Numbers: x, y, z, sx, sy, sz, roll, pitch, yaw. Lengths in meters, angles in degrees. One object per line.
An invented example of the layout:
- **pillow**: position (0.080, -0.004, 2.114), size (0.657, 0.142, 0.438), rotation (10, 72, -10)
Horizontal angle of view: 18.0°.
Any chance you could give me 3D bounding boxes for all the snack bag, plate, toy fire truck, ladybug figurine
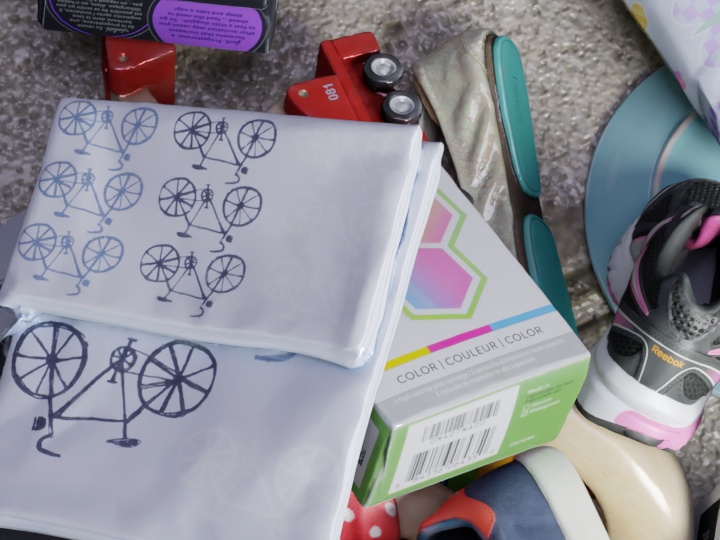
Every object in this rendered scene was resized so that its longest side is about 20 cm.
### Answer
- **snack bag**: position (-0.074, 0.026, 0.949), size (0.187, 0.021, 0.201), rotation (8, 74, 26)
- **plate**: position (0.215, -0.029, 1.177), size (0.198, 0.026, 0.202), rotation (2, 72, -5)
- **toy fire truck**: position (-0.039, -0.058, 1.123), size (0.140, 0.049, 0.201), rotation (-15, 57, -17)
- **ladybug figurine**: position (0.071, 0.086, 1.081), size (0.199, 0.136, 0.072), rotation (27, 42, 11)

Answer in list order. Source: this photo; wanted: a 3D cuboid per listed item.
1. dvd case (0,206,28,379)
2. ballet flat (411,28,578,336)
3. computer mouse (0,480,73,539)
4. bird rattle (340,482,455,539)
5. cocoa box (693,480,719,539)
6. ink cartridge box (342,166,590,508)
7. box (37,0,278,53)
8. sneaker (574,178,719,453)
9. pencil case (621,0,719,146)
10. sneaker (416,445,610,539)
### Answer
- **dvd case**: position (-0.156, 0.028, 1.071), size (0.200, 0.025, 0.150), rotation (-38, 39, -18)
- **ballet flat**: position (0.066, -0.024, 1.152), size (0.062, 0.067, 0.202), rotation (-16, 69, 20)
- **computer mouse**: position (-0.121, 0.185, 0.992), size (0.137, 0.053, 0.202), rotation (-3, 94, 18)
- **bird rattle**: position (-0.010, 0.138, 1.049), size (0.162, 0.113, 0.201), rotation (22, 100, -25)
- **cocoa box**: position (0.202, 0.214, 1.044), size (0.130, 0.133, 0.201), rotation (13, 72, -1)
- **ink cartridge box**: position (0.000, 0.000, 1.001), size (0.103, 0.060, 0.200), rotation (-17, 54, -29)
- **box**: position (-0.091, -0.222, 1.137), size (0.121, 0.106, 0.201), rotation (6, 55, -4)
- **sneaker**: position (0.163, 0.003, 1.063), size (0.080, 0.087, 0.200), rotation (27, 32, -2)
- **pencil case**: position (0.180, -0.148, 1.163), size (0.090, 0.083, 0.201), rotation (-32, 67, 7)
- **sneaker**: position (0.087, 0.172, 0.960), size (0.084, 0.075, 0.201), rotation (-22, 53, -10)
